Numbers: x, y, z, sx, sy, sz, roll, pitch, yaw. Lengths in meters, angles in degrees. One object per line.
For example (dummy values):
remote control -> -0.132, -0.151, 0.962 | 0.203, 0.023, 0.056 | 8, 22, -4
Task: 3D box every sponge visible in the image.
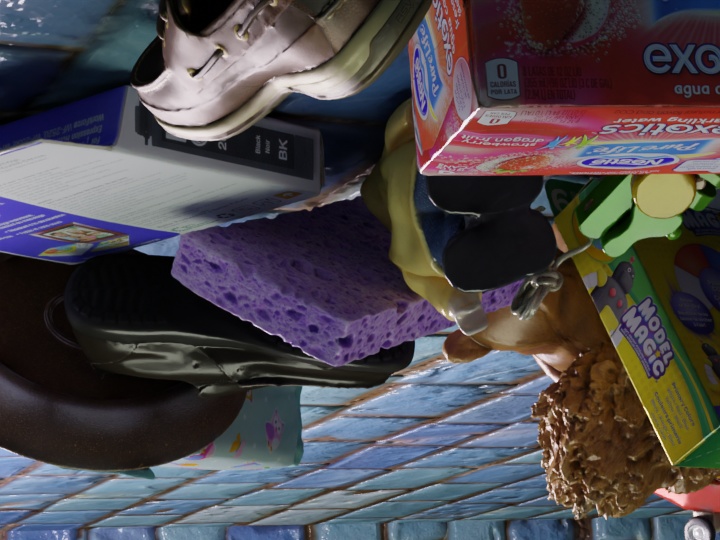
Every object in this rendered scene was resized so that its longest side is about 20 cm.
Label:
sponge -> 0.000, 0.000, 1.189 | 0.111, 0.030, 0.200 | 26, -158, 26

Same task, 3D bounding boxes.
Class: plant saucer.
plant saucer -> -0.161, 0.040, 1.291 | 0.199, 0.201, 0.032 | 1, 128, -21

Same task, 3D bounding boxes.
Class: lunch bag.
lunch bag -> -0.161, 0.089, 1.583 | 0.199, 0.123, 0.170 | 0, 172, 24

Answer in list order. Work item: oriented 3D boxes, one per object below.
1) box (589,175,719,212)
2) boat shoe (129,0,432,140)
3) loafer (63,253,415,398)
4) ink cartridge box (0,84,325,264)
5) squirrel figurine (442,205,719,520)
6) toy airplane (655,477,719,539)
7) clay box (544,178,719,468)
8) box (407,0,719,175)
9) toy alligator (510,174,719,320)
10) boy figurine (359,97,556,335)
box -> 0.236, -0.078, 1.096 | 0.199, 0.051, 0.157 | -14, 165, 38
boat shoe -> -0.046, -0.104, 0.887 | 0.068, 0.072, 0.200 | 39, 158, -21
loafer -> -0.069, 0.035, 1.240 | 0.199, 0.073, 0.071 | 8, 140, -3
ink cartridge box -> -0.156, -0.049, 1.126 | 0.198, 0.044, 0.200 | -13, 166, 38
squirrel figurine -> 0.144, 0.048, 1.317 | 0.186, 0.201, 0.141 | 22, 127, -42
toy airplane -> 0.277, 0.154, 2.029 | 0.198, 0.142, 0.200 | 10, -159, -15
clay box -> 0.189, 0.020, 1.254 | 0.115, 0.201, 0.048 | 7, 140, -41
box -> 0.125, -0.095, 0.879 | 0.199, 0.096, 0.100 | -1, 167, -13
toy alligator -> 0.146, -0.042, 1.037 | 0.054, 0.059, 0.200 | 24, 121, -18
boy figurine -> 0.044, -0.030, 1.113 | 0.064, 0.125, 0.200 | -13, -174, -7
